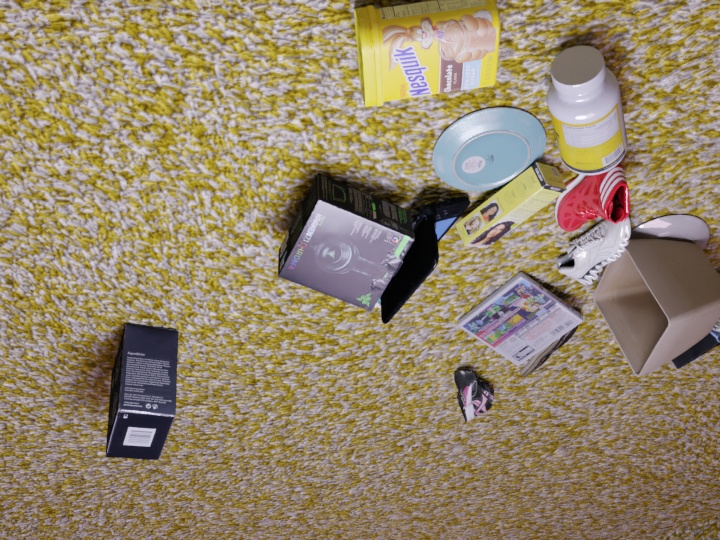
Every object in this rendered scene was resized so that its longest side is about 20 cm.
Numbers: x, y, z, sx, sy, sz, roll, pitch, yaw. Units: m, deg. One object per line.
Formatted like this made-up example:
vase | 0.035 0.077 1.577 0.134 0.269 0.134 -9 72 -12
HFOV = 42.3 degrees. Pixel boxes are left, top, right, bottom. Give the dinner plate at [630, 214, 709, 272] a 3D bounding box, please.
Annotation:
dinner plate | 0.603 -0.040 1.862 0.196 0.025 0.202 -4 143 -3

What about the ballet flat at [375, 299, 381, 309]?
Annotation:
ballet flat | 0.000 0.000 1.774 0.071 0.073 0.201 -16 138 11

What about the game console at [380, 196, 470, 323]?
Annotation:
game console | 0.118 -0.019 1.667 0.174 0.117 0.200 -15 155 -41

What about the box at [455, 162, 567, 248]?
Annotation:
box | 0.267 -0.113 1.663 0.075 0.051 0.199 3 146 -47

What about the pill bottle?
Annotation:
pill bottle | 0.353 -0.251 1.456 0.110 0.113 0.201 -16 142 12

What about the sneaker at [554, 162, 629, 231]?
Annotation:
sneaker | 0.410 -0.110 1.651 0.077 0.117 0.201 1 143 -12

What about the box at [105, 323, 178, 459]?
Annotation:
box | -0.446 0.250 1.898 0.116 0.202 0.198 8 142 -19

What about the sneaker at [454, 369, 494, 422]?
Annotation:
sneaker | 0.274 0.284 2.205 0.085 0.081 0.201 -20 152 -4

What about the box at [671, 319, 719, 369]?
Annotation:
box | 0.748 0.113 1.969 0.198 0.087 0.164 -14 157 -48

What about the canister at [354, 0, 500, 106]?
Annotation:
canister | 0.096 -0.319 1.340 0.196 0.088 0.149 -9 144 -2

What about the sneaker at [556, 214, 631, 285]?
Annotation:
sneaker | 0.450 -0.046 1.788 0.080 0.076 0.201 15 138 -14

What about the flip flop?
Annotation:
flip flop | 0.411 0.155 2.050 0.081 0.058 0.201 -13 147 -50

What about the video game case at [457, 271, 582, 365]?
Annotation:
video game case | 0.336 0.106 1.965 0.181 0.023 0.200 33 130 -20

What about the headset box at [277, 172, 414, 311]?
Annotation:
headset box | -0.021 -0.044 1.617 0.198 0.093 0.175 21 121 -18

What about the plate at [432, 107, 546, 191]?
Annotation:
plate | 0.220 -0.195 1.579 0.197 0.026 0.201 -6 144 -4

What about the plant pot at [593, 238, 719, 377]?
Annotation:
plant pot | 0.601 0.057 1.822 0.174 0.202 0.201 -13 146 -14
